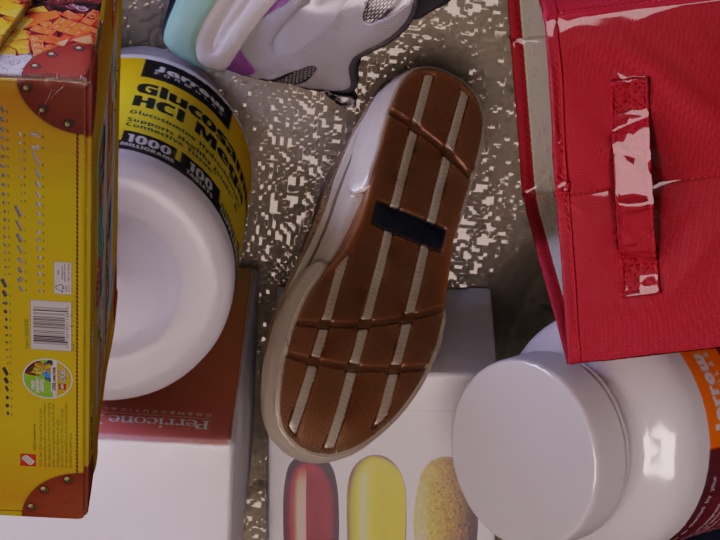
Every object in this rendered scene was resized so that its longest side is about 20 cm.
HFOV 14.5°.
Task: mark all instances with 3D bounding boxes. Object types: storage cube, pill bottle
[{"bbox_3d":[0.163,-0.081,1.260,0.179,0.200,0.172,-6,117,0],"label":"storage cube"},{"bbox_3d":[-0.107,-0.031,1.281,0.112,0.200,0.113,0,113,1],"label":"pill bottle"},{"bbox_3d":[0.139,0.069,1.310,0.113,0.199,0.114,10,104,43],"label":"pill bottle"}]

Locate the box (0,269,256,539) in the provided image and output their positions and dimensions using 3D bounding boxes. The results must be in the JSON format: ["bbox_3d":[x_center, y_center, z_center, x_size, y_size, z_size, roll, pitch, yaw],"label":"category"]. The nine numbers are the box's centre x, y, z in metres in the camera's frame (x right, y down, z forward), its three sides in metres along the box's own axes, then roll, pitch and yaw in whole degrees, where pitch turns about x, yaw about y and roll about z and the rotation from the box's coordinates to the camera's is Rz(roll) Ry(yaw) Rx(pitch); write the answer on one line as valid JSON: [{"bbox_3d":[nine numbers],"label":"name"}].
[{"bbox_3d":[-0.128,0.081,1.318,0.151,0.200,0.107,3,112,-1],"label":"box"}]

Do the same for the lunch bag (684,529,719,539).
[{"bbox_3d":[0.153,0.224,1.380,0.135,0.200,0.133,8,115,-8],"label":"lunch bag"}]

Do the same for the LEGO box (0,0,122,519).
[{"bbox_3d":[-0.133,-0.030,1.071,0.077,0.149,0.201,3,125,-2],"label":"LEGO box"}]

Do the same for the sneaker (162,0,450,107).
[{"bbox_3d":[0.004,-0.167,1.297,0.139,0.078,0.201,19,120,-8],"label":"sneaker"}]

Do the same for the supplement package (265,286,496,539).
[{"bbox_3d":[0.010,0.119,1.388,0.113,0.110,0.201,0,112,1],"label":"supplement package"}]

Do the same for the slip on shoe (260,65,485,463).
[{"bbox_3d":[0.000,0.000,1.307,0.076,0.061,0.201,24,67,-19],"label":"slip on shoe"}]
